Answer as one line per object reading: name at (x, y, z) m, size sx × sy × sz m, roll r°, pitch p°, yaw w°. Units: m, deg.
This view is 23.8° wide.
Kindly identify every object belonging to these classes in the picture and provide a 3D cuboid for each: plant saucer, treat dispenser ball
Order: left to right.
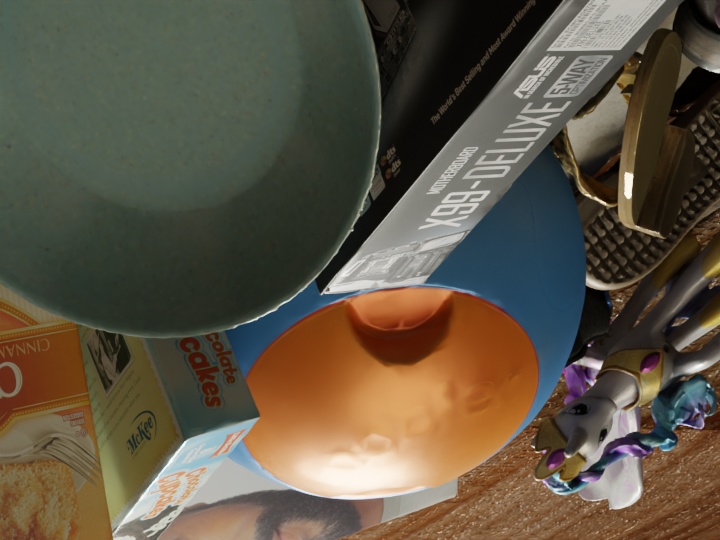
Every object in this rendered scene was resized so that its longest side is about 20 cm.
plant saucer at (-0.083, -0.073, 0.607) m, size 0.200 × 0.202 × 0.039 m, roll -32°, pitch -169°, yaw 28°
treat dispenser ball at (0.000, 0.000, 0.760) m, size 0.199 × 0.202 × 0.201 m, roll -16°, pitch 157°, yaw -7°

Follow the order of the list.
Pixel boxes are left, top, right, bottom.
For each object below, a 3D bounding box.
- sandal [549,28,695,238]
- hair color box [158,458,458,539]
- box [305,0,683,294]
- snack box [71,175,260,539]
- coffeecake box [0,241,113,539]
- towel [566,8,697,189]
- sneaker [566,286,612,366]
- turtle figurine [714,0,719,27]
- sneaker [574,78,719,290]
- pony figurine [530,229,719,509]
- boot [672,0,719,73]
sandal at (0.109, -0.062, 0.794) m, size 0.069 × 0.078 × 0.212 m, roll 17°, pitch 174°, yaw 17°
hair color box at (-0.043, 0.091, 0.886) m, size 0.199 × 0.064 × 0.112 m, roll -16°, pitch 132°, yaw -22°
box at (0.023, -0.109, 0.589) m, size 0.049 × 0.159 × 0.200 m, roll -5°, pitch 154°, yaw -30°
snack box at (-0.112, 0.056, 0.730) m, size 0.037 × 0.117 × 0.200 m, roll -14°, pitch 159°, yaw -32°
coffeecake box at (-0.177, 0.097, 0.651) m, size 0.153 × 0.202 × 0.073 m, roll -10°, pitch -179°, yaw -44°
towel at (0.094, -0.092, 0.846) m, size 0.132 × 0.035 × 0.200 m, roll -4°, pitch 154°, yaw -29°
sneaker at (0.068, 0.011, 0.952) m, size 0.199 × 0.113 × 0.073 m, roll 0°, pitch 150°, yaw -37°
turtle figurine at (0.135, -0.180, 0.528) m, size 0.149 × 0.202 × 0.100 m, roll -15°, pitch -168°, yaw -29°
sneaker at (0.182, -0.064, 0.937) m, size 0.199 × 0.071 × 0.075 m, roll -33°, pitch -165°, yaw -10°
pony figurine at (0.160, 0.058, 1.077) m, size 0.200 × 0.167 × 0.193 m, roll -43°, pitch -176°, yaw -10°
boot at (0.223, -0.166, 0.709) m, size 0.198 × 0.070 × 0.175 m, roll -13°, pitch 141°, yaw -13°
